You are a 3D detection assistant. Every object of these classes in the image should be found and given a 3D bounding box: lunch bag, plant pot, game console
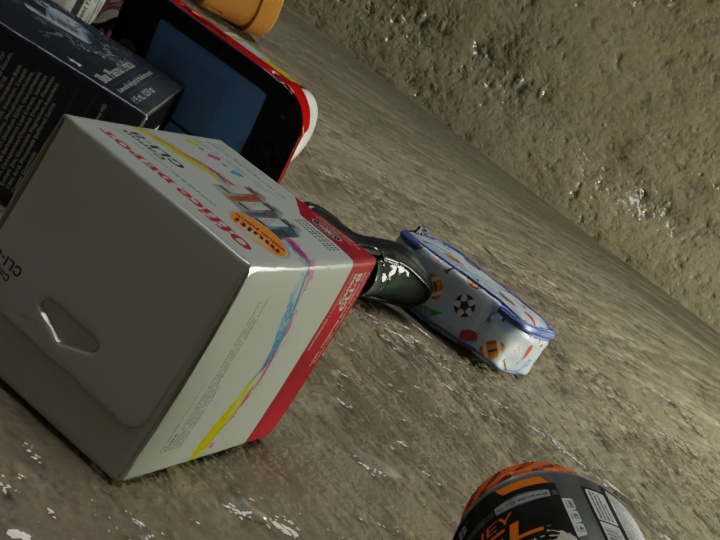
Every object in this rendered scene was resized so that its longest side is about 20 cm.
[{"bbox_3d":[0.115,0.031,1.538,0.199,0.076,0.160,40,11,22],"label":"lunch bag"},{"bbox_3d":[-0.237,-0.562,2.682,0.138,0.203,0.200,8,23,-25],"label":"plant pot"},{"bbox_3d":[-0.149,-0.127,1.212,0.199,0.178,0.031,37,27,13],"label":"game console"}]

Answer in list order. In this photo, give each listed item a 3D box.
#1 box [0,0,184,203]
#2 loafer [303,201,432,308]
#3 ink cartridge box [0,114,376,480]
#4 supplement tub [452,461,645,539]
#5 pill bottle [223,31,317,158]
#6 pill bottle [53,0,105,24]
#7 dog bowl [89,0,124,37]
[{"bbox_3d":[-0.259,-0.139,1.097,0.198,0.118,0.197,31,12,-6],"label":"box"},{"bbox_3d":[0.000,0.000,1.387,0.199,0.068,0.071,27,32,-40],"label":"loafer"},{"bbox_3d":[-0.111,0.013,0.829,0.145,0.146,0.200,37,13,15],"label":"ink cartridge box"},{"bbox_3d":[0.113,0.192,0.781,0.122,0.123,0.200,31,12,-11],"label":"supplement tub"},{"bbox_3d":[-0.153,-0.217,1.689,0.199,0.113,0.112,39,13,26],"label":"pill bottle"},{"bbox_3d":[-0.292,-0.268,1.507,0.198,0.120,0.120,29,13,-21],"label":"pill bottle"},{"bbox_3d":[-0.187,-0.171,1.326,0.199,0.074,0.201,36,-23,17],"label":"dog bowl"}]
